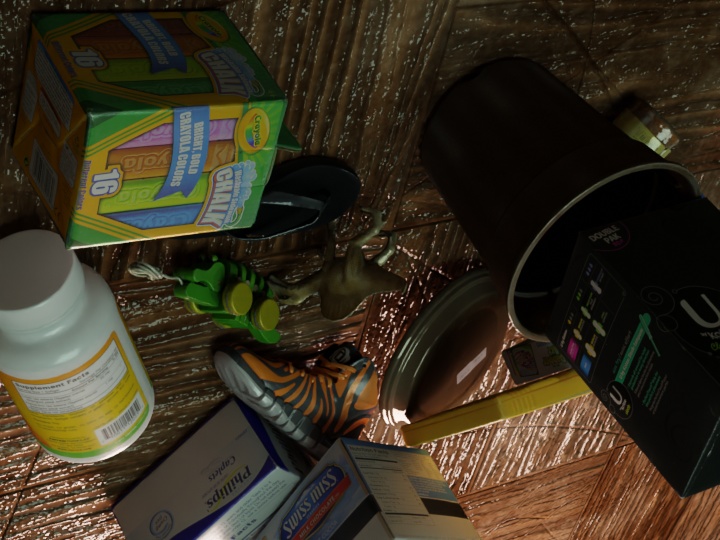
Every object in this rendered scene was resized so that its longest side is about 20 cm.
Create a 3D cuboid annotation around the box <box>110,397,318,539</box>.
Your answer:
[{"bbox_3d":[-0.122,0.251,1.412,0.184,0.105,0.200,-42,143,8],"label":"box"}]

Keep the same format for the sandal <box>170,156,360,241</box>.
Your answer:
[{"bbox_3d":[-0.087,-0.051,1.168,0.200,0.043,0.076,-10,136,-30],"label":"sandal"}]

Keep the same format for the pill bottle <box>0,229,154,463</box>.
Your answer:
[{"bbox_3d":[-0.246,0.061,1.106,0.111,0.111,0.200,-27,142,-12],"label":"pill bottle"}]

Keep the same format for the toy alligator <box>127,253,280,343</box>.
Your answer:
[{"bbox_3d":[-0.129,0.011,1.198,0.200,0.059,0.054,34,63,-49],"label":"toy alligator"}]

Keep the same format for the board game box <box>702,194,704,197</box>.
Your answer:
[{"bbox_3d":[0.268,-0.010,1.434,0.200,0.045,0.152,-16,155,-40],"label":"board game box"}]

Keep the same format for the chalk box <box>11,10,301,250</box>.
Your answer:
[{"bbox_3d":[-0.137,-0.110,1.000,0.199,0.125,0.124,-10,136,-32],"label":"chalk box"}]

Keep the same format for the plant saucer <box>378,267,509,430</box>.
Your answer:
[{"bbox_3d":[0.095,0.089,1.425,0.200,0.029,0.200,-39,148,-30],"label":"plant saucer"}]

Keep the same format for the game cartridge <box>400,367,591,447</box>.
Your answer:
[{"bbox_3d":[0.159,0.132,1.375,0.199,0.033,0.176,-11,170,-37],"label":"game cartridge"}]

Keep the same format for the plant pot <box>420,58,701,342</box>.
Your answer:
[{"bbox_3d":[0.164,-0.075,1.212,0.200,0.198,0.201,-22,141,-19],"label":"plant pot"}]

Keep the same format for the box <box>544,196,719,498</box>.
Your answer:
[{"bbox_3d":[0.275,0.058,1.111,0.148,0.200,0.125,-13,137,-26],"label":"box"}]

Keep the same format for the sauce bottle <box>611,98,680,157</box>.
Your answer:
[{"bbox_3d":[0.231,-0.085,1.365,0.200,0.066,0.066,-43,143,10],"label":"sauce bottle"}]

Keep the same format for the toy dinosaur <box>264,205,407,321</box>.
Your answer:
[{"bbox_3d":[0.000,0.000,1.211,0.058,0.200,0.101,35,66,-35],"label":"toy dinosaur"}]

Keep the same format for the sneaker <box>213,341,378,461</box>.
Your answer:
[{"bbox_3d":[-0.057,0.105,1.345,0.112,0.077,0.200,-53,131,-11],"label":"sneaker"}]

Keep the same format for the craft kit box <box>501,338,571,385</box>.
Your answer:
[{"bbox_3d":[0.273,0.047,1.368,0.200,0.049,0.197,-22,178,-26],"label":"craft kit box"}]

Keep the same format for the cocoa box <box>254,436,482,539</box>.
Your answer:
[{"bbox_3d":[-0.005,0.282,1.337,0.133,0.131,0.200,15,122,-43],"label":"cocoa box"}]
